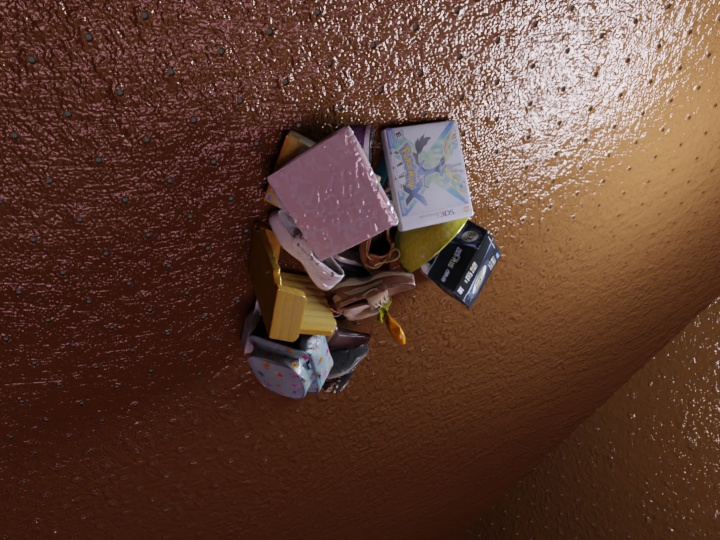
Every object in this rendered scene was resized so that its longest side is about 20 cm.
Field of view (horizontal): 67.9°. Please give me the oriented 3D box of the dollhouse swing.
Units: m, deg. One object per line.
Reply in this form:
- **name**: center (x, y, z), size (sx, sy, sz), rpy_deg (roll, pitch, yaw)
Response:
- **dollhouse swing**: center (-0.130, 0.023, 1.127), size (0.170, 0.203, 0.186), rpy_deg (-3, 133, -25)

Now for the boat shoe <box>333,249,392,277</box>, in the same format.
- **boat shoe**: center (0.000, 0.000, 1.277), size (0.196, 0.076, 0.063), rpy_deg (15, 121, -37)

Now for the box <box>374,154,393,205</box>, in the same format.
- **box**: center (0.051, -0.155, 1.177), size (0.080, 0.050, 0.203), rpy_deg (6, 127, -34)

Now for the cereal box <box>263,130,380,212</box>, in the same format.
- **cereal box**: center (-0.075, -0.158, 1.035), size (0.195, 0.040, 0.146), rpy_deg (26, 120, -5)

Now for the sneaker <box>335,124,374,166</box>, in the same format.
- **sneaker**: center (-0.019, -0.213, 1.083), size (0.084, 0.078, 0.203), rpy_deg (7, 142, 4)

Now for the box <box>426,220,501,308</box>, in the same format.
- **box**: center (0.261, -0.015, 1.328), size (0.167, 0.085, 0.199), rpy_deg (-59, 153, -1)

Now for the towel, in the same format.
- **towel**: center (-0.050, -0.137, 1.002), size (0.187, 0.033, 0.203), rpy_deg (-24, 112, 21)

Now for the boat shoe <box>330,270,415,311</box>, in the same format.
- **boat shoe**: center (0.030, 0.053, 1.210), size (0.193, 0.076, 0.076), rpy_deg (-9, 158, 10)

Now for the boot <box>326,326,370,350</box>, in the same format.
- **boot**: center (-0.046, 0.161, 1.363), size (0.161, 0.075, 0.200), rpy_deg (2, 162, -23)

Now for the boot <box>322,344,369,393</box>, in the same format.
- **boot**: center (-0.068, 0.283, 1.480), size (0.198, 0.073, 0.153), rpy_deg (-29, 154, -52)

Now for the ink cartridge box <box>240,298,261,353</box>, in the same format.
- **ink cartridge box**: center (-0.197, 0.107, 1.299), size (0.157, 0.050, 0.205), rpy_deg (1, 121, -30)

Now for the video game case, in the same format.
- **video game case**: center (0.140, -0.198, 1.105), size (0.177, 0.022, 0.208), rpy_deg (-12, 92, -22)

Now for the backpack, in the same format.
- **backpack**: center (-0.157, 0.205, 1.238), size (0.170, 0.157, 0.202), rpy_deg (9, 148, 21)

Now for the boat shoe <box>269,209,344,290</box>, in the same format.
- **boat shoe**: center (-0.106, -0.054, 1.108), size (0.069, 0.071, 0.201), rpy_deg (-31, 107, 36)

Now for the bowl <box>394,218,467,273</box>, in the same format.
- **bowl**: center (0.140, -0.103, 1.216), size (0.199, 0.201, 0.108), rpy_deg (-42, 96, 14)

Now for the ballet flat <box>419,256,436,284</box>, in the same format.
- **ballet flat**: center (0.184, -0.003, 1.386), size (0.068, 0.068, 0.198), rpy_deg (-40, 138, 18)

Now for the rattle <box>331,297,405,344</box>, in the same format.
- **rattle**: center (0.003, 0.136, 1.347), size (0.196, 0.148, 0.128), rpy_deg (-8, 175, -44)

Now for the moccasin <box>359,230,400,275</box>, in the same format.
- **moccasin**: center (0.041, -0.050, 1.171), size (0.072, 0.078, 0.205), rpy_deg (-26, 141, -20)
